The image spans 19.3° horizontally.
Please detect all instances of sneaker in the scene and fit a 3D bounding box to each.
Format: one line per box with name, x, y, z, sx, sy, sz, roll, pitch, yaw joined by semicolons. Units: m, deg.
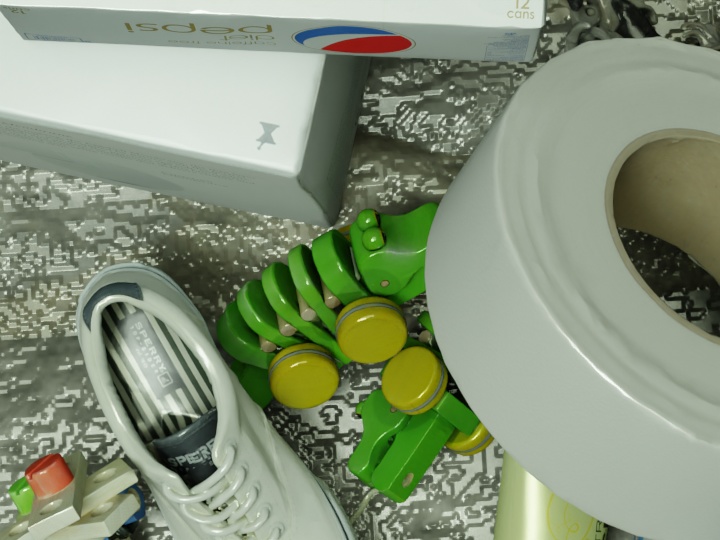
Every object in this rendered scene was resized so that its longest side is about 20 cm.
sneaker;-0.064;0.090;0.909;0.073;0.071;0.200;-35;93;7

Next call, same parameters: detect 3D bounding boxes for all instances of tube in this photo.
tube;0.086;0.111;0.957;0.052;0.058;0.201;8;89;7

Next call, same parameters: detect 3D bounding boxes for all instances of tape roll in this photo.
tape roll;0.129;0.005;0.844;0.201;0.071;0.203;13;52;-17

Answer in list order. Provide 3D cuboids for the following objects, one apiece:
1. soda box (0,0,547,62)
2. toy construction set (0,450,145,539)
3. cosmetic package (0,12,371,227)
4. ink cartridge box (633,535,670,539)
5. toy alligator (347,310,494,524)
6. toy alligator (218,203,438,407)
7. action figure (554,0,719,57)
soda box;-0.031;-0.119;0.779;0.199;0.064;0.069;3;84;1
toy construction set;-0.113;0.161;0.922;0.092;0.131;0.201;-7;112;15
cosmetic package;-0.101;-0.104;0.913;0.198;0.200;0.124;12;88;4
ink cartridge box;0.140;0.198;0.883;0.083;0.145;0.201;12;104;3
toy alligator;0.026;0.060;0.971;0.200;0.059;0.054;-50;45;0
toy alligator;0.000;0.000;0.940;0.200;0.054;0.059;-35;40;21
action figure;0.129;-0.114;0.949;0.119;0.102;0.200;-41;83;-11
